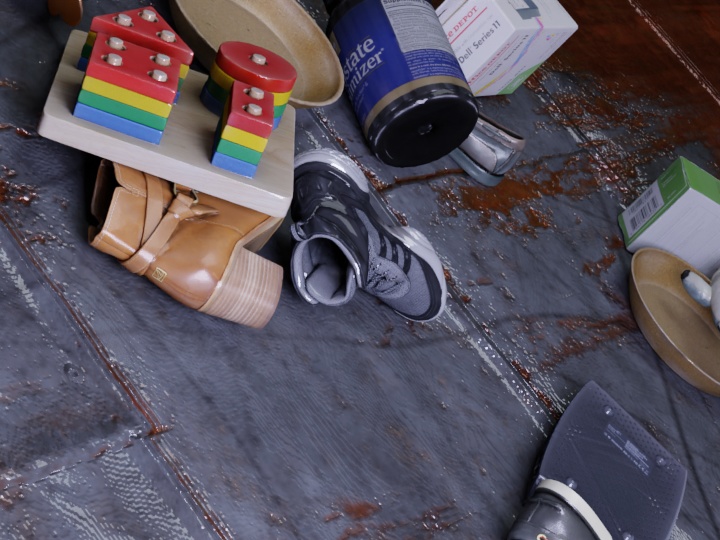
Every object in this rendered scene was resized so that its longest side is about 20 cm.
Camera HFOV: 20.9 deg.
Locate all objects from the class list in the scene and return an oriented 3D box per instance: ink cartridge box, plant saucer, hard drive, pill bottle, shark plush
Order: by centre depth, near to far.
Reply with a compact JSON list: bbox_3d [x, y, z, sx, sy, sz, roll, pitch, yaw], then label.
[{"bbox_3d":[0.211,0.183,1.677,0.135,0.042,0.200,43,28,0],"label":"hard drive"},{"bbox_3d":[-0.105,-0.216,1.800,0.200,0.035,0.201,32,30,-21],"label":"plant saucer"},{"bbox_3d":[0.031,-0.209,1.888,0.112,0.112,0.201,12,46,-44],"label":"pill bottle"},{"bbox_3d":[0.409,0.062,2.007,0.083,0.091,0.200,60,5,-45],"label":"shark plush"},{"bbox_3d":[0.345,0.063,2.024,0.200,0.035,0.201,32,30,-21],"label":"plant saucer"},{"bbox_3d":[0.135,-0.244,2.082,0.067,0.117,0.200,54,30,14],"label":"ink cartridge box"},{"bbox_3d":[0.392,-0.031,2.141,0.200,0.104,0.059,29,32,-26],"label":"ink cartridge box"}]

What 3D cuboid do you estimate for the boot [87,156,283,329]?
[{"bbox_3d":[-0.135,-0.051,1.519,0.154,0.074,0.200,26,29,-21],"label":"boot"}]

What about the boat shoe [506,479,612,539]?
[{"bbox_3d":[0.192,0.256,1.540,0.201,0.074,0.063,48,65,-15],"label":"boat shoe"}]

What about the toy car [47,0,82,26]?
[{"bbox_3d":[-0.257,-0.297,1.650,0.184,0.177,0.201,7,73,-30],"label":"toy car"}]

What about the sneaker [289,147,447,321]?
[{"bbox_3d":[0.000,0.000,1.611,0.200,0.075,0.114,49,34,-32],"label":"sneaker"}]

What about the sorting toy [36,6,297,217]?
[{"bbox_3d":[-0.140,-0.142,1.548,0.199,0.070,0.199,19,24,-10],"label":"sorting toy"}]

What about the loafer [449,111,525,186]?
[{"bbox_3d":[0.085,-0.175,1.979,0.200,0.063,0.072,44,28,0],"label":"loafer"}]
